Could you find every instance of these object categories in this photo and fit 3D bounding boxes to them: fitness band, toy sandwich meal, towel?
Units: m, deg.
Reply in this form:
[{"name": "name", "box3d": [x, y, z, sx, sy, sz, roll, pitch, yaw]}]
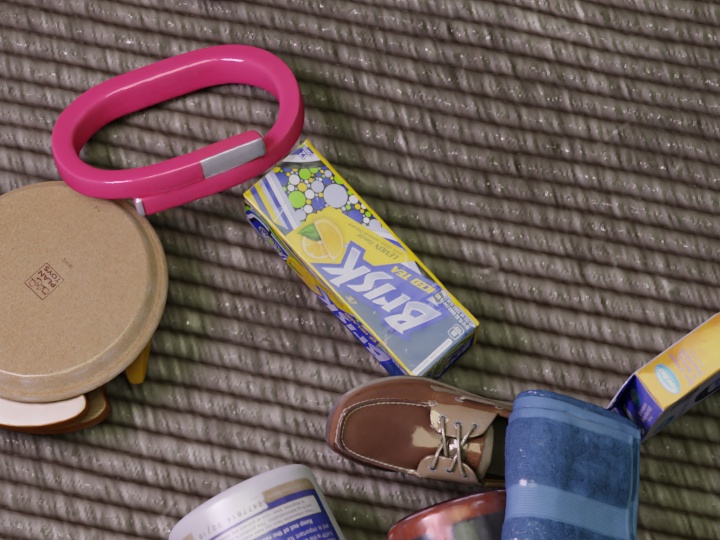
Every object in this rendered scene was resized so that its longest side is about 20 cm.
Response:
[{"name": "fitness band", "box3d": [-0.141, -0.111, 1.696, 0.199, 0.038, 0.144, -19, 42, -8]}, {"name": "toy sandwich meal", "box3d": [-0.234, 0.029, 1.672, 0.203, 0.070, 0.207, -2, 63, 5]}, {"name": "towel", "box3d": [0.149, 0.189, 1.549, 0.111, 0.048, 0.201, 21, 61, -27]}]

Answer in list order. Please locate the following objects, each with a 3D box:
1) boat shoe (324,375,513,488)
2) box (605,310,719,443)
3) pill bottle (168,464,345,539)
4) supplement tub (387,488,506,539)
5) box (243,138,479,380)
[{"name": "boat shoe", "box3d": [0.072, 0.122, 1.603, 0.199, 0.072, 0.076, 5, 97, -22]}, {"name": "box", "box3d": [0.267, 0.062, 1.636, 0.199, 0.119, 0.042, -36, 77, -10]}, {"name": "pill bottle", "box3d": [-0.046, 0.254, 1.574, 0.119, 0.120, 0.201, -26, 75, -8]}, {"name": "supplement tub", "box3d": [0.094, 0.267, 1.579, 0.106, 0.107, 0.201, -15, 74, -5]}, {"name": "box", "box3d": [0.000, 0.000, 1.680, 0.070, 0.064, 0.200, -41, 77, -11]}]
